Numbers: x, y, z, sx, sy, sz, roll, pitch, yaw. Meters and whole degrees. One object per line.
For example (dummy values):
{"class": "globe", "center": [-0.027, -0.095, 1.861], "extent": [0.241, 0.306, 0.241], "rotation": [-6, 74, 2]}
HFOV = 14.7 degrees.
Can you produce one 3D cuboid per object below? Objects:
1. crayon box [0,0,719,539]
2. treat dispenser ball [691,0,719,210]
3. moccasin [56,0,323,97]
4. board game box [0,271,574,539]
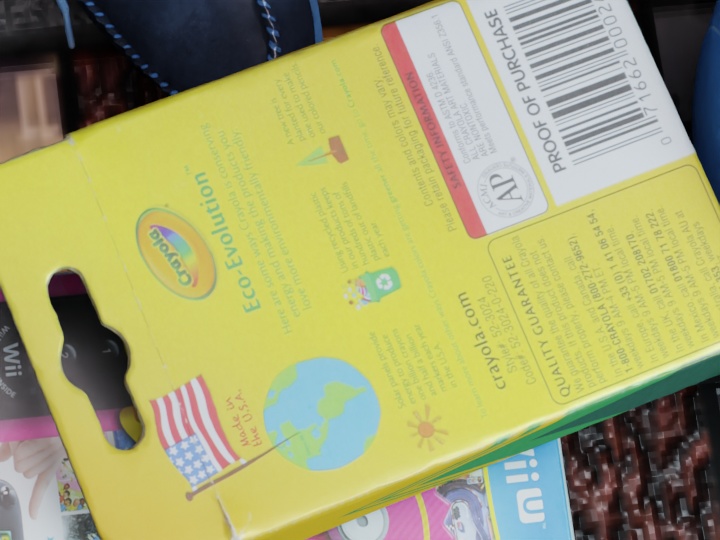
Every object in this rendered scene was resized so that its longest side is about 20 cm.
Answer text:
{"class": "crayon box", "center": [0.000, 0.000, 0.791], "extent": [0.199, 0.051, 0.127], "rotation": [-20, 79, -13]}
{"class": "treat dispenser ball", "center": [0.197, -0.042, 0.817], "extent": [0.200, 0.201, 0.202], "rotation": [2, 76, -8]}
{"class": "moccasin", "center": [-0.090, -0.125, 0.853], "extent": [0.080, 0.068, 0.200], "rotation": [-43, 77, 17]}
{"class": "board game box", "center": [-0.041, 0.072, 0.826], "extent": [0.199, 0.064, 0.148], "rotation": [-5, 77, -11]}
